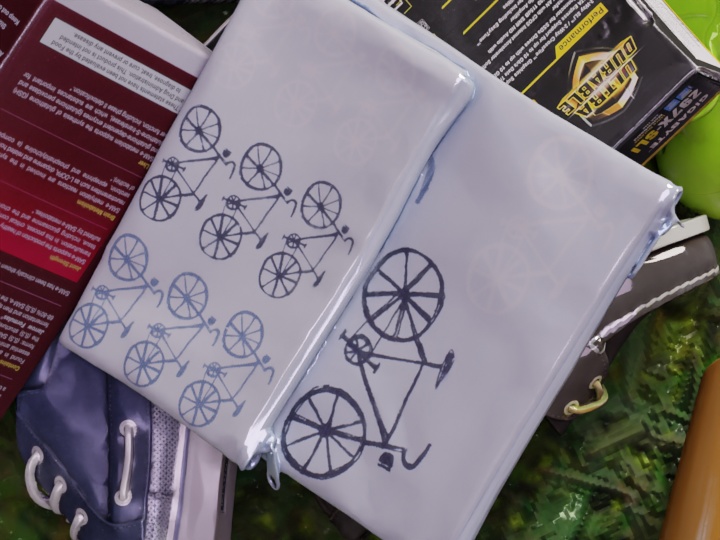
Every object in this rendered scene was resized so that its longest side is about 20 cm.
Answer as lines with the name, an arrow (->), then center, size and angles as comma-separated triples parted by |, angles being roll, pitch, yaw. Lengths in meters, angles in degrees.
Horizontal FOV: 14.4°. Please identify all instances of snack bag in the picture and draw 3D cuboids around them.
snack bag -> 0.000, 0.000, 1.115 | 0.200, 0.021, 0.189 | 34, 100, 19

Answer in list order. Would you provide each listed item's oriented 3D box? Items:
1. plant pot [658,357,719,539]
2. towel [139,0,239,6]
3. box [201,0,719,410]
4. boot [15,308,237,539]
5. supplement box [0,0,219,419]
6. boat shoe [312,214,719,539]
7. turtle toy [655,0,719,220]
plant pot -> 0.197, 0.131, 1.150 | 0.200, 0.200, 0.183 | 6, 69, -2
towel -> -0.108, -0.209, 1.175 | 0.192, 0.035, 0.200 | -4, 97, -37
box -> 0.024, -0.066, 1.151 | 0.200, 0.049, 0.160 | -45, 70, 15
boot -> -0.101, 0.099, 1.195 | 0.090, 0.073, 0.200 | 6, 77, 5
supplement box -> -0.153, -0.028, 1.143 | 0.061, 0.109, 0.200 | 39, 98, 40
boat shoe -> 0.067, 0.044, 1.200 | 0.201, 0.072, 0.061 | -29, 84, 4
turtle toy -> 0.132, -0.116, 1.197 | 0.146, 0.101, 0.200 | -19, 86, 23
